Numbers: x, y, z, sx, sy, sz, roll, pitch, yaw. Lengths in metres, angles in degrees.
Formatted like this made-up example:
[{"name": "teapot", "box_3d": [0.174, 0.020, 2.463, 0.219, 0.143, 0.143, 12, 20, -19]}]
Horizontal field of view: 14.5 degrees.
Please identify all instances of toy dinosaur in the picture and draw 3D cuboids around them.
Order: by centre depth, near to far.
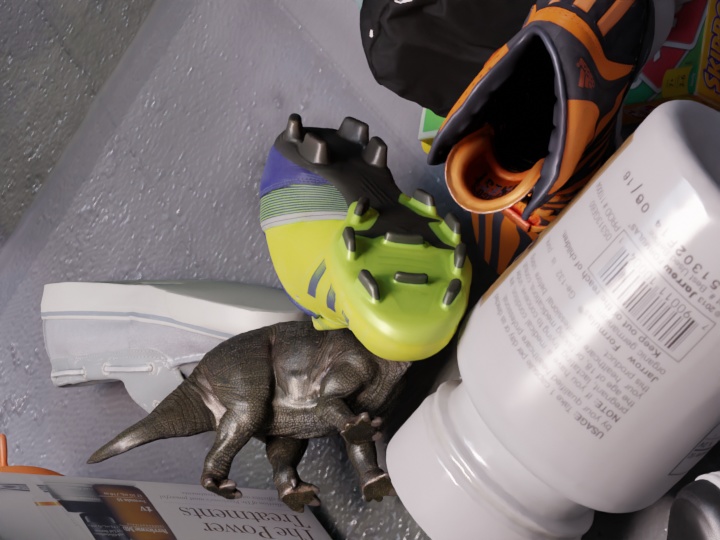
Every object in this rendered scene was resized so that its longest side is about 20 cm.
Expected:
[{"name": "toy dinosaur", "box_3d": [-0.032, 0.059, 1.350, 0.199, 0.077, 0.103, -22, 47, 16]}]

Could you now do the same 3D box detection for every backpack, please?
[{"name": "backpack", "box_3d": [0.059, -0.192, 1.306, 0.167, 0.126, 0.201, -35, 42, 37]}]

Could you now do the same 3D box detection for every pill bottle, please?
[{"name": "pill bottle", "box_3d": [0.106, 0.036, 1.188, 0.200, 0.114, 0.115, -48, 42, 23]}]

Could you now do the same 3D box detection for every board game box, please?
[{"name": "board game box", "box_3d": [0.098, -0.112, 1.340, 0.199, 0.030, 0.096, -8, 66, 50]}]

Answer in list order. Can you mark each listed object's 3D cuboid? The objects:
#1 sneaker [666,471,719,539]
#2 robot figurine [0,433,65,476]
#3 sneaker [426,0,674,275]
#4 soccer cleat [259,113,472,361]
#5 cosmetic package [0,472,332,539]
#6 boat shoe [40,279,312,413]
[{"name": "sneaker", "box_3d": [0.108, 0.181, 1.062, 0.073, 0.111, 0.201, -169, 74, -68]}, {"name": "robot figurine", "box_3d": [-0.170, 0.184, 1.443, 0.116, 0.144, 0.201, -31, 48, 9]}, {"name": "sneaker", "box_3d": [0.066, -0.048, 1.224, 0.077, 0.112, 0.201, 29, 140, 16]}, {"name": "soccer cleat", "box_3d": [0.001, 0.000, 1.260, 0.200, 0.064, 0.084, -121, 39, -59]}, {"name": "cosmetic package", "box_3d": [-0.087, 0.155, 1.288, 0.151, 0.199, 0.052, 51, 125, 47]}, {"name": "boat shoe", "box_3d": [-0.095, 0.042, 1.471, 0.200, 0.070, 0.072, 3, 94, 49]}]
